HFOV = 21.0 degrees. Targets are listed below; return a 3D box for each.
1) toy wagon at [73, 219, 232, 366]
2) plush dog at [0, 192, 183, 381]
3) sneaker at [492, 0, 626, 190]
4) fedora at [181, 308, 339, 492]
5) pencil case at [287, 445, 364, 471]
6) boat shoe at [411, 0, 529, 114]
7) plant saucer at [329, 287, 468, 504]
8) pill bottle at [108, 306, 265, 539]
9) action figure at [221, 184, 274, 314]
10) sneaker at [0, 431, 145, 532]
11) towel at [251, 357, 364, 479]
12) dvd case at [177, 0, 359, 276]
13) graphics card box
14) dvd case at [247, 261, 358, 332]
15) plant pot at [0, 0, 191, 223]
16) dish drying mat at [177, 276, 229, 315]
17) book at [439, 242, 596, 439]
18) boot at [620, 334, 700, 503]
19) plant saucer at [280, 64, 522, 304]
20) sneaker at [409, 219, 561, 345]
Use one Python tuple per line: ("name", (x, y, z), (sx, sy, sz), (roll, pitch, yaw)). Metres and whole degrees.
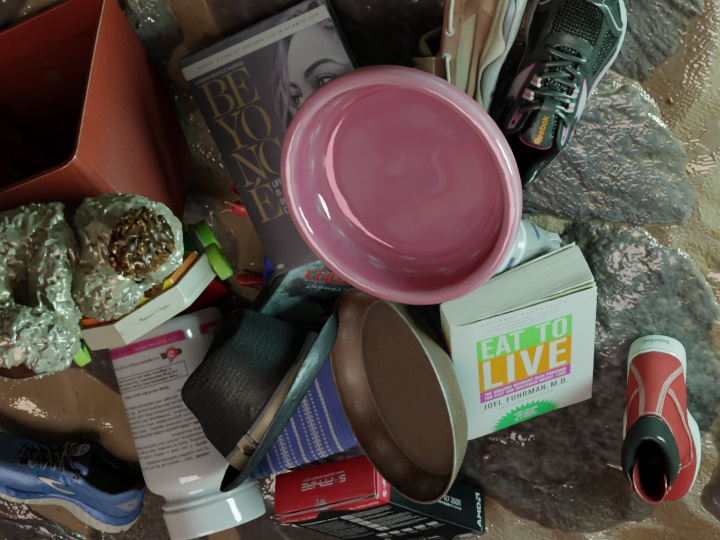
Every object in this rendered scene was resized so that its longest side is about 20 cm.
("toy wagon", (-0.195, 0.008, 1.704), (0.154, 0.200, 0.040), (-31, 112, -1))
("plush dog", (-0.219, -0.008, 1.492), (0.170, 0.162, 0.200), (-15, 179, -6))
("sneaker", (0.152, -0.137, 1.515), (0.080, 0.087, 0.201), (15, 137, 1))
("fedora", (-0.100, 0.096, 1.714), (0.091, 0.201, 0.201), (33, 137, -4))
("pencil case", (0.005, 0.134, 1.858), (0.199, 0.086, 0.083), (-23, 94, 36))
("boat shoe", (0.079, -0.165, 1.529), (0.071, 0.076, 0.201), (20, 129, 3))
("plant saucer", (0.037, 0.106, 1.711), (0.200, 0.034, 0.202), (43, 144, 43))
("pill bottle", (-0.160, 0.145, 1.833), (0.113, 0.113, 0.202), (-16, 89, 32))
("action figure", (-0.093, -0.035, 1.721), (0.098, 0.066, 0.200), (15, 140, -17))
("sneaker", (-0.318, 0.205, 2.061), (0.198, 0.079, 0.089), (19, 132, -13))
("towel", (-0.088, 0.120, 1.861), (0.199, 0.024, 0.146), (-22, 85, 37))
("dvd case", (-0.050, -0.109, 1.598), (0.148, 0.016, 0.201), (-20, 100, 28))
("graphics card box", (0.022, 0.231, 1.917), (0.125, 0.051, 0.199), (-17, 153, 32))
("dvd case", (0.000, 0.000, 1.720), (0.145, 0.022, 0.200), (8, 144, -27))
("plant pot", (-0.250, -0.082, 1.636), (0.198, 0.201, 0.176), (-20, 135, 26))
("dish drying mat", (-0.214, -0.031, 1.808), (0.076, 0.018, 0.200), (-24, 123, 35))
("book", (0.137, 0.070, 1.705), (0.132, 0.048, 0.201), (-19, 147, -6))
("boot", (0.268, 0.178, 1.762), (0.072, 0.145, 0.201), (-1, 137, 14))
("plant saucer", (0.036, -0.072, 1.529), (0.199, 0.051, 0.202), (11, 120, 19))
("sneaker", (0.105, 0.029, 1.710), (0.081, 0.075, 0.200), (8, 142, -31))
